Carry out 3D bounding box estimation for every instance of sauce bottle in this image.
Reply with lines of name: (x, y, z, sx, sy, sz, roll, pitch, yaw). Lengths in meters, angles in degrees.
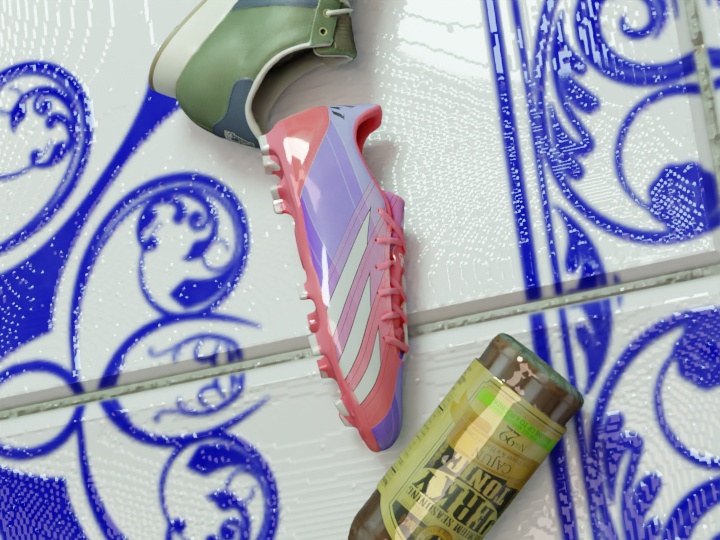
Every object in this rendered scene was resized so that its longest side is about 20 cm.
sauce bottle: (0.039, 0.129, 1.072, 0.065, 0.065, 0.200, 37, 93, 23)

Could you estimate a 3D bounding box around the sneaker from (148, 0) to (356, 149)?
sneaker: (-0.029, -0.157, 1.166, 0.090, 0.067, 0.200, 41, 94, 16)

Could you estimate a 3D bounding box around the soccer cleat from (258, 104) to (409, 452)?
soccer cleat: (0.000, 0.000, 1.118, 0.076, 0.067, 0.200, -16, 74, -1)
